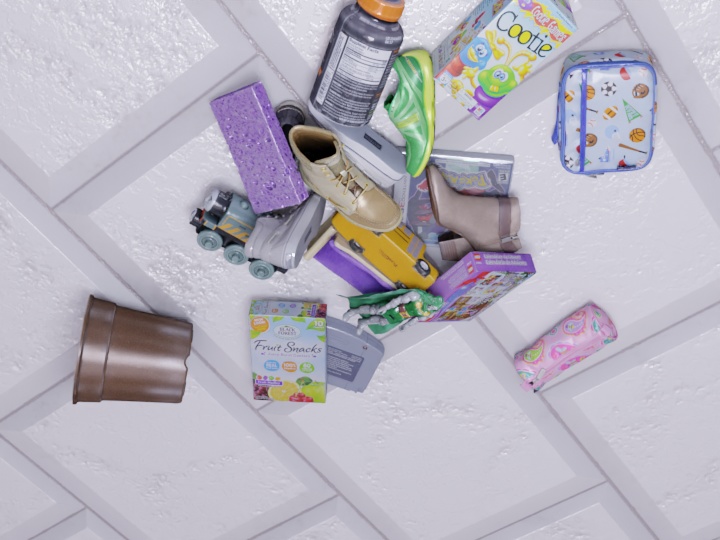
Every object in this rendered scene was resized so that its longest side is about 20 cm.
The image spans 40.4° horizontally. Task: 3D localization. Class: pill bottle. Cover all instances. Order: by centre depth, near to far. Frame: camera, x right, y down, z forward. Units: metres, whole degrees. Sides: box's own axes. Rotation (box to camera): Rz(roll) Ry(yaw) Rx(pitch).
[{"bbox_3d":[0.001,-0.329,1.486,0.105,0.107,0.201,19,123,-9],"label":"pill bottle"}]

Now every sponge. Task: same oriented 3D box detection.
[{"bbox_3d":[-0.164,-0.196,1.579,0.111,0.030,0.202,-7,112,42],"label":"sponge"}]

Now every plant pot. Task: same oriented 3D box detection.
[{"bbox_3d":[-0.416,0.159,1.803,0.196,0.201,0.202,10,125,-12],"label":"plant pot"}]

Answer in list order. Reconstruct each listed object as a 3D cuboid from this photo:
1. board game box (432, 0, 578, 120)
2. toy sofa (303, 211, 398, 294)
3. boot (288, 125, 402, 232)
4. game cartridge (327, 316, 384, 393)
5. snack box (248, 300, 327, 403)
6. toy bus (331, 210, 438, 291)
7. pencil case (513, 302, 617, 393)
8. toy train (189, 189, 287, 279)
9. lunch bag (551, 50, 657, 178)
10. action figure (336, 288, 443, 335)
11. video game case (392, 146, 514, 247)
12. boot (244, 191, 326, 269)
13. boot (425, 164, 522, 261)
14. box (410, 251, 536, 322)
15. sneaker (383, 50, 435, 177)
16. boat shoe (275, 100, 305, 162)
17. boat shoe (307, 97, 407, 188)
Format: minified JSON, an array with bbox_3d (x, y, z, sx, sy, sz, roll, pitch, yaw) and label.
[{"bbox_3d":[0.212,-0.344,1.463,0.103,0.105,0.200,37,120,-21],"label":"board game box"},{"bbox_3d":[0.000,0.000,1.715,0.199,0.098,0.083,36,119,-21],"label":"toy sofa"},{"bbox_3d":[-0.023,-0.146,1.545,0.199,0.156,0.073,37,80,14],"label":"boot"},{"bbox_3d":[-0.061,0.152,1.860,0.198,0.041,0.134,20,126,-10],"label":"game cartridge"},{"bbox_3d":[-0.132,0.153,1.812,0.140,0.053,0.202,2,123,1],"label":"snack box"},{"bbox_3d":[0.045,-0.047,1.667,0.200,0.079,0.065,41,125,-9],"label":"toy bus"},{"bbox_3d":[0.373,0.144,1.797,0.199,0.088,0.087,-38,114,24],"label":"pencil case"},{"bbox_3d":[-0.193,-0.066,1.683,0.199,0.086,0.114,30,129,-19],"label":"toy train"},{"bbox_3d":[0.382,-0.243,1.541,0.158,0.076,0.202,-2,123,7],"label":"lunch bag"},{"bbox_3d":[0.061,0.068,1.672,0.199,0.055,0.118,-15,135,40],"label":"action figure"},{"bbox_3d":[0.152,-0.119,1.669,0.197,0.023,0.184,4,124,0],"label":"video game case"},{"bbox_3d":[-0.124,-0.080,1.617,0.094,0.201,0.074,13,125,10],"label":"boot"},{"bbox_3d":[0.193,-0.099,1.633,0.144,0.071,0.202,-12,124,5],"label":"boot"},{"bbox_3d":[0.189,0.031,1.687,0.135,0.040,0.200,1,152,-34],"label":"box"},{"bbox_3d":[0.078,-0.250,1.559,0.082,0.074,0.203,0,113,6],"label":"sneaker"},{"bbox_3d":[-0.141,-0.181,1.621,0.072,0.063,0.201,16,125,-10],"label":"boat shoe"},{"bbox_3d":[-0.015,-0.206,1.591,0.200,0.074,0.065,41,133,-10],"label":"boat shoe"}]
